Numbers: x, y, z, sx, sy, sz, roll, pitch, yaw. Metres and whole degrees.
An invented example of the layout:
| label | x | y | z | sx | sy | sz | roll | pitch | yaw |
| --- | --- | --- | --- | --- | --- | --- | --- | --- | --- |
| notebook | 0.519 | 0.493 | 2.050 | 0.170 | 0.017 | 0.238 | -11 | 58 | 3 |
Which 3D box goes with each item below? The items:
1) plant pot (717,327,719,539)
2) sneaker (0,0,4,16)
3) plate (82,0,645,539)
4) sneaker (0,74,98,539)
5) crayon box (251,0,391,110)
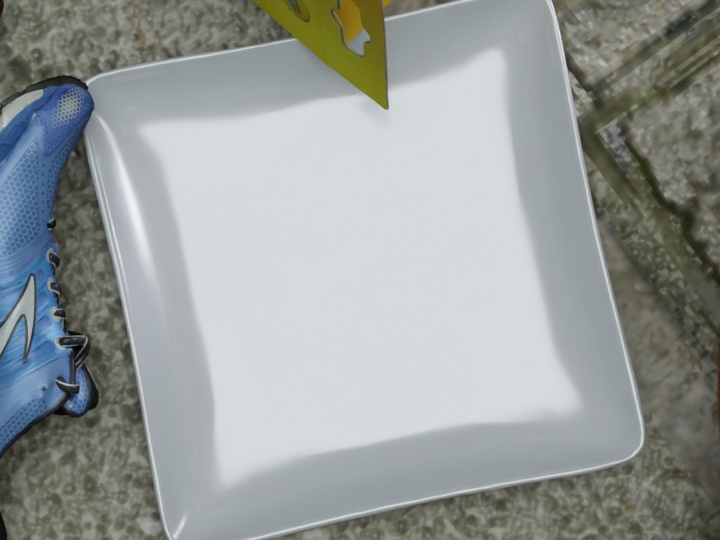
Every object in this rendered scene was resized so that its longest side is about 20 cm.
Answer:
| label | x | y | z | sx | sy | sz | roll | pitch | yaw |
| --- | --- | --- | --- | --- | --- | --- | --- | --- | --- |
| plant pot | 0.219 | 0.065 | 1.080 | 0.199 | 0.200 | 0.140 | -11 | 68 | -2 |
| sneaker | -0.238 | -0.123 | 1.156 | 0.199 | 0.076 | 0.116 | 25 | 79 | -8 |
| plate | 0.000 | 0.000 | 1.156 | 0.199 | 0.032 | 0.201 | -12 | 83 | -2 |
| sneaker | -0.141 | 0.019 | 1.138 | 0.089 | 0.079 | 0.201 | 19 | 92 | -4 |
| crayon box | -0.049 | -0.161 | 1.110 | 0.200 | 0.127 | 0.051 | 42 | 78 | 14 |
